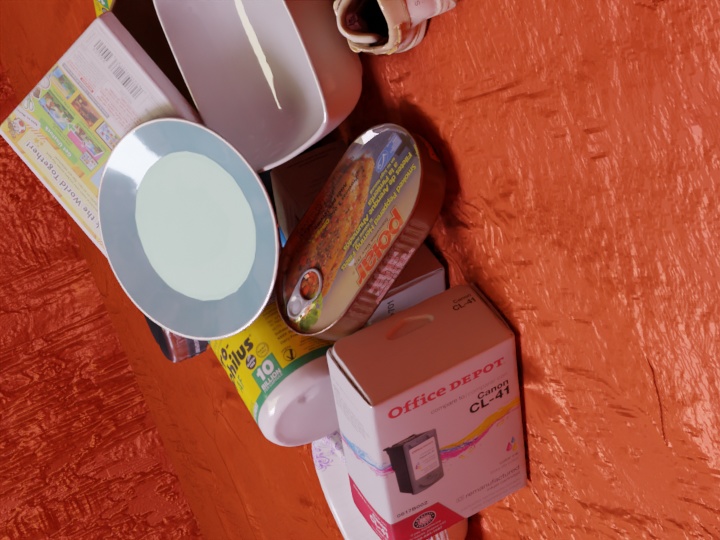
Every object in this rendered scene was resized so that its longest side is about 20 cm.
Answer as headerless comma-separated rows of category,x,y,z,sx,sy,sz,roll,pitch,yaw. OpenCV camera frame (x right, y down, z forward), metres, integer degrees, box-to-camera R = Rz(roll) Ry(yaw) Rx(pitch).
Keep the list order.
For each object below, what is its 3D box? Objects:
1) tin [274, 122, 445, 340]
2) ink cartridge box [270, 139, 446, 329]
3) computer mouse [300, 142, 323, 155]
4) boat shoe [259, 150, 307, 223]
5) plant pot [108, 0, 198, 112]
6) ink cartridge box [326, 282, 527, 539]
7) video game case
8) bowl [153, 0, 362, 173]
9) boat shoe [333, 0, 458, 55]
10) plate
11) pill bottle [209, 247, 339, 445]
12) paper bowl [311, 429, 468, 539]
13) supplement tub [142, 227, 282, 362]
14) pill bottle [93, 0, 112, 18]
tin,0.000,-0.030,1.537,0.200,0.042,0.112,-55,40,20
ink cartridge box,0.000,0.000,1.706,0.200,0.086,0.147,51,159,38
computer mouse,-0.076,-0.103,1.878,0.200,0.046,0.141,54,159,37
boat shoe,-0.085,-0.116,1.769,0.074,0.066,0.201,4,79,56
plant pot,-0.118,-0.205,1.667,0.201,0.199,0.134,67,-162,-4
ink cartridge box,0.061,0.131,1.581,0.086,0.147,0.201,50,159,41
video game case,-0.213,-0.104,1.639,0.200,0.023,0.182,49,128,-2
bowl,-0.078,-0.193,1.513,0.200,0.074,0.201,-22,93,60
boat shoe,0.013,-0.202,1.397,0.074,0.069,0.200,64,166,1
plate,-0.147,-0.038,1.593,0.199,0.026,0.201,12,112,30
pill bottle,-0.082,0.050,1.656,0.200,0.112,0.113,56,162,30
paper bowl,0.038,0.237,1.890,0.201,0.104,0.201,56,161,31
supplement tub,-0.133,0.014,1.951,0.107,0.199,0.107,58,165,26
pill bottle,-0.237,-0.283,2.028,0.113,0.112,0.200,56,161,33
